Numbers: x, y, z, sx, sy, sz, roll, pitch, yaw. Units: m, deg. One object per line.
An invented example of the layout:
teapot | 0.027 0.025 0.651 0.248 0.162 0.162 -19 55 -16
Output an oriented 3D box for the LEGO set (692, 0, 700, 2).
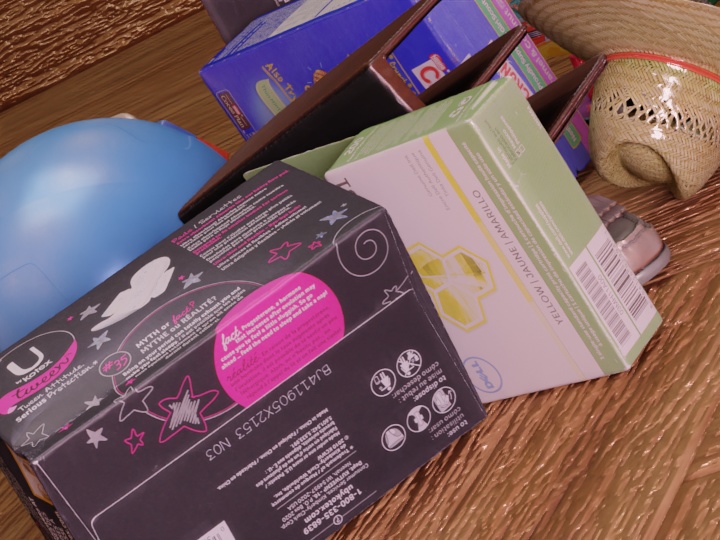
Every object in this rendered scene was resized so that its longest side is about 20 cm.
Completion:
LEGO set | 0.296 -0.202 1.387 0.200 0.116 0.153 -37 14 -25

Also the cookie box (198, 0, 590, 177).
cookie box | 0.023 -0.102 1.498 0.199 0.172 0.075 -16 26 46

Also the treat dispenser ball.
treat dispenser ball | -0.142 0.012 1.366 0.200 0.202 0.201 -28 13 7

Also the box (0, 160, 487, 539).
box | -0.065 0.063 1.113 0.199 0.133 0.115 -36 29 -15

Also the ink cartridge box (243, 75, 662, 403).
ink cartridge box | 0.032 -0.003 1.157 0.199 0.146 0.048 -17 23 45

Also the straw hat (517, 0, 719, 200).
straw hat | 0.165 -0.085 1.292 0.201 0.200 0.086 1 75 66

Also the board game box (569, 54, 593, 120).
board game box | 0.187 -0.158 1.638 0.158 0.039 0.200 -35 14 -20

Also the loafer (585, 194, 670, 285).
loafer | 0.089 -0.016 1.267 0.072 0.063 0.200 -34 13 -22

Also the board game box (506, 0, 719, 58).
board game box | 0.142 -0.192 1.514 0.198 0.135 0.034 -8 58 -1

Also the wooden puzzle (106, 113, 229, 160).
wooden puzzle | -0.119 -0.041 1.538 0.185 0.199 0.047 -15 52 49

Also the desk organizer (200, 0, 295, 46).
desk organizer | -0.029 -0.125 1.639 0.071 0.201 0.077 -28 11 8

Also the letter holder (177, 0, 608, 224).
letter holder | 0.019 -0.072 1.255 0.200 0.101 0.142 -33 14 51
